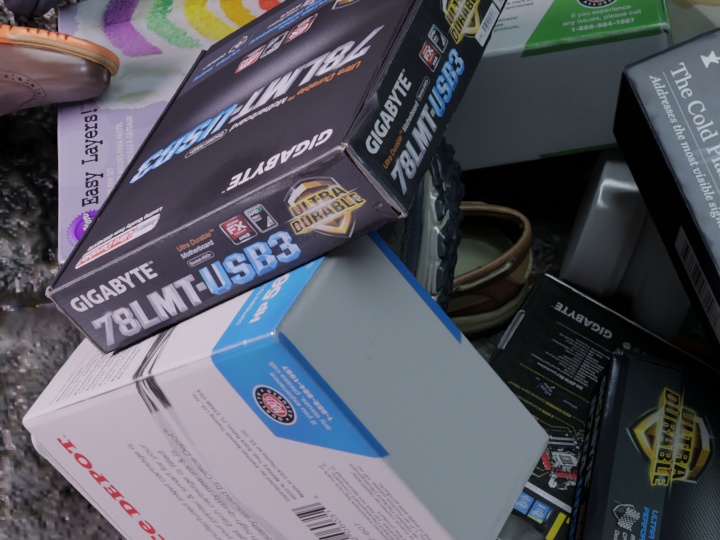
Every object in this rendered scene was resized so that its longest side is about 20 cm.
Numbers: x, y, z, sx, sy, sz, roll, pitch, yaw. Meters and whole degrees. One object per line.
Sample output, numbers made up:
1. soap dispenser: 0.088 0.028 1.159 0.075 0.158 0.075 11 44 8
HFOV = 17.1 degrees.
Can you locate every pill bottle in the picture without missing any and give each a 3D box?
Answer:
1. pill bottle: 0.214 0.000 1.287 0.199 0.113 0.113 20 54 0

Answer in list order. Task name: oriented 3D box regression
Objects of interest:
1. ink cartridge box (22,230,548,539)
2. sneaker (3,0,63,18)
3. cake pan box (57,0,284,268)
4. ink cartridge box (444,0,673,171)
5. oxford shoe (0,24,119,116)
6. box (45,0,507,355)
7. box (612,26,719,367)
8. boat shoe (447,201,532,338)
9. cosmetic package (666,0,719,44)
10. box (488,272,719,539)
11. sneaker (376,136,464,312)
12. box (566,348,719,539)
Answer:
1. ink cartridge box: -0.038 0.074 1.100 0.146 0.199 0.084 49 51 -20
2. sneaker: -0.135 -0.193 1.340 0.087 0.075 0.200 26 36 -6
3. cake pan box: -0.068 -0.075 1.262 0.183 0.052 0.201 -11 50 8
4. ink cartridge box: 0.090 -0.157 1.290 0.146 0.083 0.201 -8 46 9
5. oxford shoe: -0.222 -0.083 1.256 0.199 0.071 0.073 -6 76 11
6. box: -0.031 -0.068 1.099 0.050 0.199 0.199 48 43 -19
7. box: 0.244 -0.032 1.148 0.181 0.104 0.201 -23 76 -3
8. boat shoe: 0.000 0.000 1.260 0.199 0.074 0.076 -12 60 -21
9. cosmetic package: 0.210 -0.116 1.324 0.105 0.072 0.200 10 19 -13
10. box: 0.140 0.113 1.233 0.199 0.049 0.160 29 57 7
11. sneaker: -0.001 0.019 1.175 0.086 0.201 0.078 12 33 3
12. box: 0.178 0.149 1.161 0.158 0.046 0.201 16 55 -2
